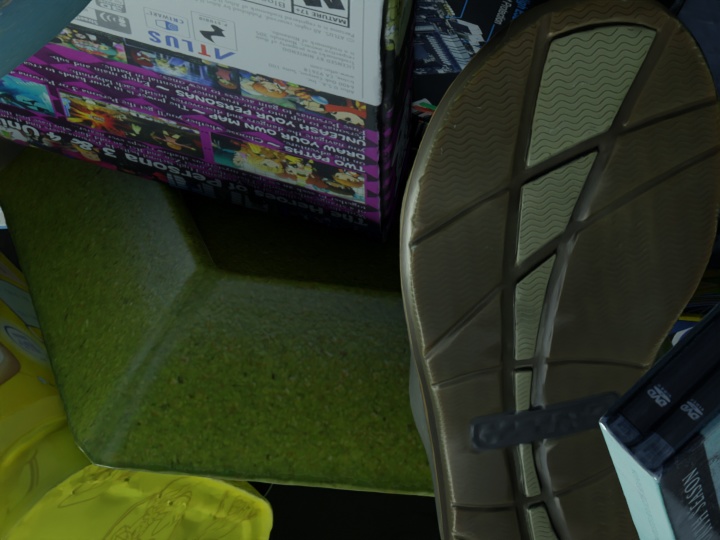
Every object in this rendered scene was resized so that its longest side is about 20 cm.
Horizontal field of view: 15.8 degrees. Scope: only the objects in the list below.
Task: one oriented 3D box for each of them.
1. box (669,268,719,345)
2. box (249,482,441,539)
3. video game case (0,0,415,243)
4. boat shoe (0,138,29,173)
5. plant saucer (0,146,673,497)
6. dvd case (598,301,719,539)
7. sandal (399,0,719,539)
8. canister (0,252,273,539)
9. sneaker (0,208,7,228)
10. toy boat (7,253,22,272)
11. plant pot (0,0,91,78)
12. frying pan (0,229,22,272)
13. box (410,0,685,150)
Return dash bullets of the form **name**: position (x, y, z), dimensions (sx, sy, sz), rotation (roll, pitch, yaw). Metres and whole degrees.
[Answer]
- **box**: position (0.087, 0.035, 0.919), dimensions (0.199, 0.065, 0.070), rotation (3, -166, 40)
- **box**: position (-0.042, 0.132, 0.923), dimensions (0.200, 0.148, 0.125), rotation (41, 145, 37)
- **video game case**: position (-0.083, -0.076, 0.681), dimensions (0.199, 0.036, 0.181), rotation (15, 161, 6)
- **boat shoe**: position (-0.133, -0.080, 0.848), dimensions (0.072, 0.060, 0.200), rotation (-31, 139, 24)
- **plant saucer**: position (0.000, 0.000, 0.797), dimensions (0.199, 0.048, 0.200), rotation (7, -157, -19)
- **dvd case**: position (0.137, -0.006, 0.581), dimensions (0.022, 0.200, 0.146), rotation (45, 173, 24)
- **sandal**: position (0.047, 0.011, 0.680), dimensions (0.080, 0.054, 0.201), rotation (-7, 128, -7)
- **canister**: position (-0.138, 0.033, 0.811), dimensions (0.200, 0.087, 0.148), rotation (42, -174, 26)
- **sneaker**: position (-0.172, -0.069, 0.911), dimensions (0.199, 0.072, 0.072), rotation (19, 156, -10)
- **toy boat**: position (-0.077, 0.051, 1.068), dimensions (0.199, 0.132, 0.130), rotation (29, 160, -30)
- **plant pot**: position (-0.119, -0.108, 0.526), dimensions (0.199, 0.201, 0.135), rotation (17, 169, 6)
- **frying pan**: position (-0.110, -0.029, 0.980), dimensions (0.115, 0.189, 0.031), rotation (61, -174, 16)
- **box**: position (0.005, -0.092, 0.687), dimensions (0.158, 0.046, 0.200), rotation (19, 163, 0)
